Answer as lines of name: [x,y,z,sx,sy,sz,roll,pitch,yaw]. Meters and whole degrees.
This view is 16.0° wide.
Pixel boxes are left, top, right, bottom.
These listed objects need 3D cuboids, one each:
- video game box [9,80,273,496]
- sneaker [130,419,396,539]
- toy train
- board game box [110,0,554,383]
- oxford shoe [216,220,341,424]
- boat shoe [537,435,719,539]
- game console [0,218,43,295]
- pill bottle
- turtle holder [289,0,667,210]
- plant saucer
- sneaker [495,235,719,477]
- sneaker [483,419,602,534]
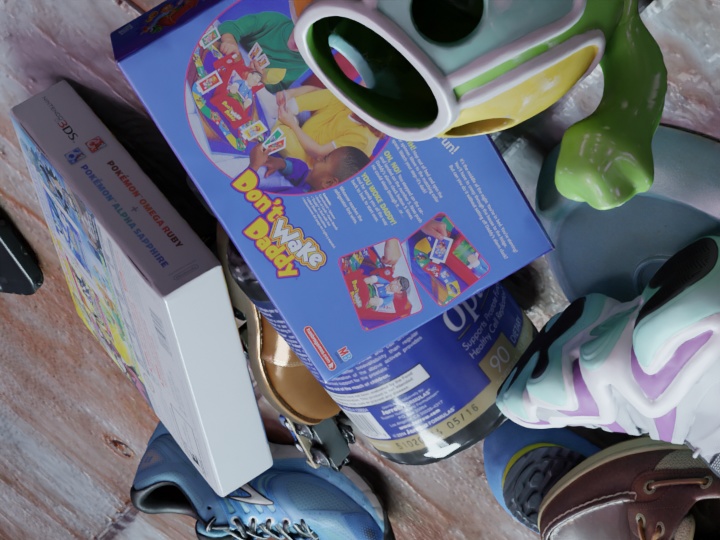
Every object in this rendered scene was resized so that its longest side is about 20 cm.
video game box: [-0.128,0.012,1.517,0.182,0.047,0.200,46,160,34]
sneaker: [-0.065,0.162,1.688,0.200,0.090,0.078,18,146,29]
toy train: [-0.055,0.053,1.574,0.046,0.034,0.200,22,149,45]
board game box: [-0.012,-0.062,1.243,0.200,0.134,0.045,58,-176,-24]
oxford shoe: [-0.027,0.028,1.481,0.071,0.071,0.200,0,145,13]
boat shoe: [0.174,0.133,1.350,0.200,0.072,0.072,-15,123,33]
game console: [-0.341,-0.021,1.693,0.200,0.116,0.176,6,139,43]
pill bottle: [0.000,0.000,1.358,0.112,0.112,0.200,-5,131,50]
turtle holder: [0.048,-0.114,1.119,0.141,0.132,0.186,5,138,43]
plant saucer: [0.169,0.008,1.276,0.200,0.027,0.200,26,149,17]
sneaker: [0.161,0.071,1.268,0.140,0.078,0.200,43,151,-10]
sneaker: [0.153,0.146,1.475,0.200,0.066,0.078,36,-172,-19]
